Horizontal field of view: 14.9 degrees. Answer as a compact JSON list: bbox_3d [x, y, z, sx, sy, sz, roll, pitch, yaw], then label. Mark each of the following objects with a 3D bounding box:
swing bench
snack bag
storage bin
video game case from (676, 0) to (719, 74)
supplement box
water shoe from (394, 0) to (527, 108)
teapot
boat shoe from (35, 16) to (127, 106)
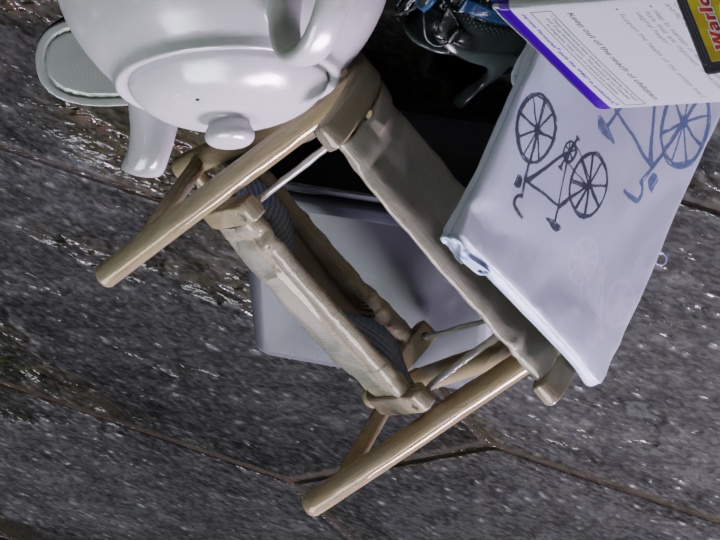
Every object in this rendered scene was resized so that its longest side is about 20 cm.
[{"bbox_3d":[0.000,0.000,1.541,0.199,0.130,0.199,-29,109,35],"label":"swing bench"},{"bbox_3d":[0.122,-0.058,1.453,0.021,0.201,0.189,13,162,36],"label":"snack bag"},{"bbox_3d":[0.022,-0.015,1.684,0.199,0.146,0.135,10,117,17],"label":"storage bin"},{"bbox_3d":[0.189,-0.188,1.163,0.180,0.025,0.201,-6,114,43],"label":"video game case"},{"bbox_3d":[0.180,-0.148,1.318,0.199,0.102,0.103,0,151,43],"label":"supplement box"},{"bbox_3d":[0.058,-0.148,1.433,0.071,0.079,0.200,41,169,25],"label":"water shoe"},{"bbox_3d":[-0.069,-0.137,1.440,0.196,0.147,0.200,-8,164,16],"label":"teapot"},{"bbox_3d":[-0.096,-0.129,1.674,0.199,0.076,0.060,11,-163,-2],"label":"boat shoe"}]
